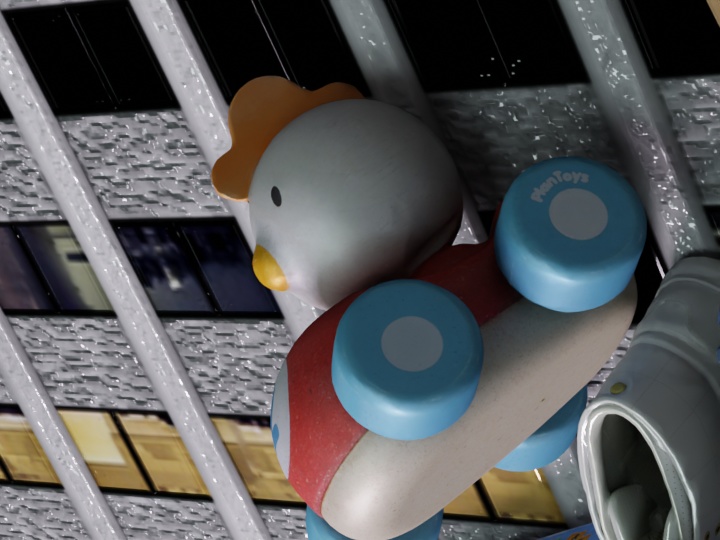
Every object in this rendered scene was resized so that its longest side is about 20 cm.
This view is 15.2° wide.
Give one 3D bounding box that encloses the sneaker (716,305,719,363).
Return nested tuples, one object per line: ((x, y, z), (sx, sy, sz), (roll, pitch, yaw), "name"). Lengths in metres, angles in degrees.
((0.201, 0.063, 1.091), (0.077, 0.085, 0.201), (-5, 88, 50), "sneaker")

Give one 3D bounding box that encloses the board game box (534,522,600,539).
((0.130, 0.193, 1.307), (0.151, 0.037, 0.200), (49, 154, -6), "board game box")

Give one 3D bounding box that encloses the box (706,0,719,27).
((0.181, -0.137, 0.985), (0.163, 0.021, 0.200), (-8, 120, 46), "box")

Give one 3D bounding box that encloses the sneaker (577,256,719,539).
((0.149, 0.108, 1.170), (0.073, 0.116, 0.200), (0, 127, 40), "sneaker")

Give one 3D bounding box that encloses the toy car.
((0.000, 0.000, 1.178), (0.200, 0.177, 0.185), (45, 156, 19), "toy car")
